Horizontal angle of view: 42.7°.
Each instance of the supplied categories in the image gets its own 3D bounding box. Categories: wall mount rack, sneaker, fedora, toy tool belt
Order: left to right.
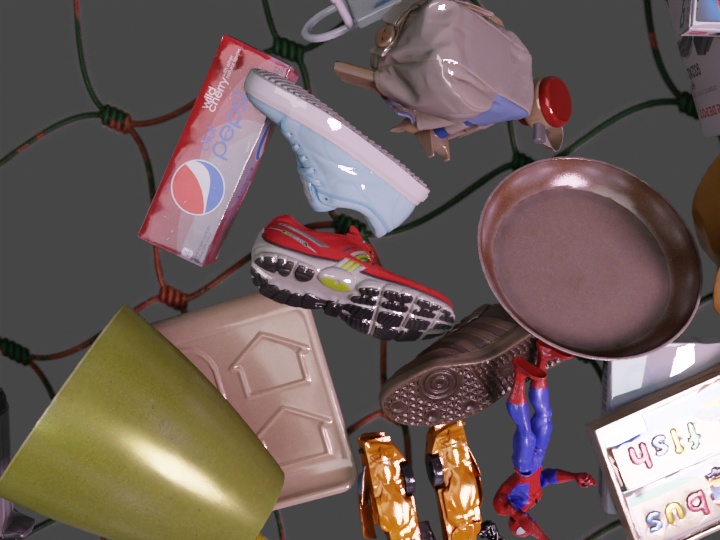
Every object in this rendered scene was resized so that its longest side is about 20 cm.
[{"bbox_3d":[-0.031,-0.094,0.810,0.200,0.074,0.082,34,99,-24],"label":"sneaker"},{"bbox_3d":[0.000,0.000,0.845,0.199,0.085,0.077,22,139,-12],"label":"sneaker"},{"bbox_3d":[0.031,-0.255,0.771,0.199,0.174,0.075,-24,124,7],"label":"wall mount rack"},{"bbox_3d":[0.082,-0.159,0.801,0.123,0.200,0.125,-9,74,41],"label":"toy tool belt"},{"bbox_3d":[0.108,0.076,0.844,0.199,0.076,0.071,-23,121,5],"label":"sneaker"},{"bbox_3d":[0.343,-0.056,0.786,0.082,0.200,0.201,41,99,41],"label":"fedora"}]

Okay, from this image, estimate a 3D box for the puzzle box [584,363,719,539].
[{"bbox_3d":[0.311,0.159,0.812,0.199,0.025,0.134,-23,99,-4],"label":"puzzle box"}]

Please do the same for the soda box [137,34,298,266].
[{"bbox_3d":[-0.130,-0.108,0.850,0.070,0.063,0.201,25,96,2],"label":"soda box"}]

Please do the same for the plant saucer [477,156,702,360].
[{"bbox_3d":[0.196,-0.009,0.803,0.199,0.032,0.201,4,60,-7],"label":"plant saucer"}]

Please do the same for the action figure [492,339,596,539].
[{"bbox_3d":[0.169,0.171,0.806,0.099,0.065,0.201,30,130,35],"label":"action figure"}]

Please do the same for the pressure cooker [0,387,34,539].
[{"bbox_3d":[-0.409,0.210,0.851,0.175,0.178,0.201,5,97,36],"label":"pressure cooker"}]

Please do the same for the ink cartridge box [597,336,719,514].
[{"bbox_3d":[0.321,0.142,0.838,0.199,0.047,0.161,1,95,7],"label":"ink cartridge box"}]

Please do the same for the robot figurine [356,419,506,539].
[{"bbox_3d":[0.064,0.242,0.857,0.144,0.058,0.201,-11,94,-11],"label":"robot figurine"}]

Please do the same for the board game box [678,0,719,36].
[{"bbox_3d":[0.304,-0.271,0.663,0.126,0.035,0.201,3,95,5],"label":"board game box"}]

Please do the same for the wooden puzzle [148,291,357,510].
[{"bbox_3d":[-0.113,0.129,0.881,0.184,0.046,0.201,-16,89,6],"label":"wooden puzzle"}]

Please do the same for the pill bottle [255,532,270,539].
[{"bbox_3d":[-0.066,0.323,0.831,0.200,0.109,0.110,28,97,23],"label":"pill bottle"}]

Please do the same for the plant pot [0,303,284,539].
[{"bbox_3d":[-0.172,0.161,0.791,0.200,0.187,0.187,35,97,-9],"label":"plant pot"}]

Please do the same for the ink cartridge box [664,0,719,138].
[{"bbox_3d":[0.312,-0.218,0.758,0.083,0.145,0.201,-17,93,7],"label":"ink cartridge box"}]
